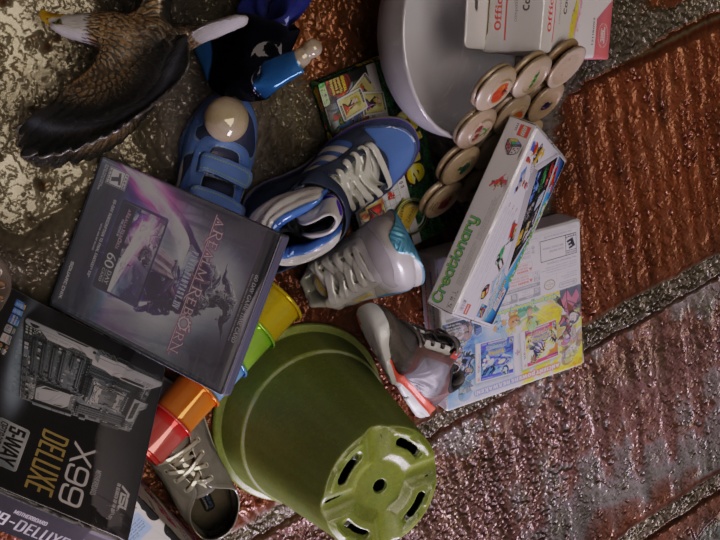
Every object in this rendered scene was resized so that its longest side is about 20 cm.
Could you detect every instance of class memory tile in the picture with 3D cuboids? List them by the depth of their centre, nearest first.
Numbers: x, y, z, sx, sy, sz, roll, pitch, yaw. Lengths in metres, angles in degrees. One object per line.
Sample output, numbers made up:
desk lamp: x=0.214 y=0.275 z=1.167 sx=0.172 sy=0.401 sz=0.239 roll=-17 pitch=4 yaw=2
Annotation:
memory tile: x=0.142 y=-0.139 z=0.975 sx=0.153 sy=0.017 sz=0.201 roll=-25 pitch=153 yaw=-35

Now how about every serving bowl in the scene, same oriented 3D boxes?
serving bowl: x=0.077 y=-0.231 z=0.949 sx=0.199 sy=0.065 sz=0.202 roll=-12 pitch=105 yaw=-50

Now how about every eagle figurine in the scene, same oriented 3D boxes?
eagle figurine: x=-0.199 y=-0.168 z=0.790 sx=0.152 sy=0.150 sz=0.202 roll=25 pitch=80 yaw=-63

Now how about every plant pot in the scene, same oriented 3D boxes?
plant pot: x=-0.023 y=0.175 z=0.954 sx=0.198 sy=0.190 sz=0.202 roll=-8 pitch=108 yaw=-26

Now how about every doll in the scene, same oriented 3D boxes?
doll: x=-0.085 y=-0.207 z=0.855 sx=0.048 sy=0.136 sz=0.201 roll=38 pitch=74 yaw=-57

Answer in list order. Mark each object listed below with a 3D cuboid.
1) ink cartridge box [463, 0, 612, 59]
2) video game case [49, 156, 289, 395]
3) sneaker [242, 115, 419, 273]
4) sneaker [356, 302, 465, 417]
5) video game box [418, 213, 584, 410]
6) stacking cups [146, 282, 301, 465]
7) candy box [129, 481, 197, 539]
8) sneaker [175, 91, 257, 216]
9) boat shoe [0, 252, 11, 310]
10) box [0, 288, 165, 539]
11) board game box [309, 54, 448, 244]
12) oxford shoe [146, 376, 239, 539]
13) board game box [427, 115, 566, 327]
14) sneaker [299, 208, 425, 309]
ink cartridge box: x=0.183 y=-0.274 z=0.967 sx=0.199 sy=0.067 sz=0.118 roll=-12 pitch=108 yaw=-50
video game case: x=-0.170 y=0.001 z=0.834 sx=0.019 sy=0.199 sz=0.144 roll=11 pitch=101 yaw=-66
sneaker: x=-0.015 y=-0.069 z=0.896 sx=0.199 sy=0.147 sz=0.081 roll=-27 pitch=114 yaw=-6
sneaker: x=0.058 y=0.077 z=0.988 sx=0.081 sy=0.077 sz=0.200 roll=-31 pitch=146 yaw=2
video game box: x=0.165 y=0.045 z=1.106 sx=0.198 sy=0.047 sz=0.184 roll=-14 pitch=108 yaw=-24
stacking cups: x=-0.142 y=0.098 z=0.926 sx=0.200 sy=0.060 sz=0.061 roll=-49 pitch=121 yaw=-18
candy box: x=-0.195 y=0.262 z=0.915 sx=0.061 sy=0.136 sz=0.201 roll=-41 pitch=120 yaw=-13
sneaker: x=-0.137 y=-0.066 z=0.886 sx=0.073 sy=0.082 sz=0.202 roll=18 pitch=93 yaw=-30
boat shoe: x=-0.360 y=0.047 z=0.803 sx=0.200 sy=0.072 sz=0.076 roll=-47 pitch=138 yaw=12
box: x=-0.253 y=0.127 z=0.798 sx=0.157 sy=0.201 sz=0.050 roll=31 pitch=121 yaw=-21
board game box: x=0.023 y=-0.115 z=0.996 sx=0.104 sy=0.023 sz=0.202 roll=-28 pitch=116 yaw=-22
oxford shoe: x=-0.172 y=0.187 z=0.953 sx=0.075 sy=0.058 sz=0.201 roll=-29 pitch=114 yaw=-14
board game box: x=0.143 y=-0.044 z=0.989 sx=0.126 sy=0.034 sz=0.201 roll=21 pitch=93 yaw=-64
sneaker: x=0.000 y=0.000 z=0.917 sx=0.080 sy=0.200 sz=0.077 roll=-25 pitch=86 yaw=-19
